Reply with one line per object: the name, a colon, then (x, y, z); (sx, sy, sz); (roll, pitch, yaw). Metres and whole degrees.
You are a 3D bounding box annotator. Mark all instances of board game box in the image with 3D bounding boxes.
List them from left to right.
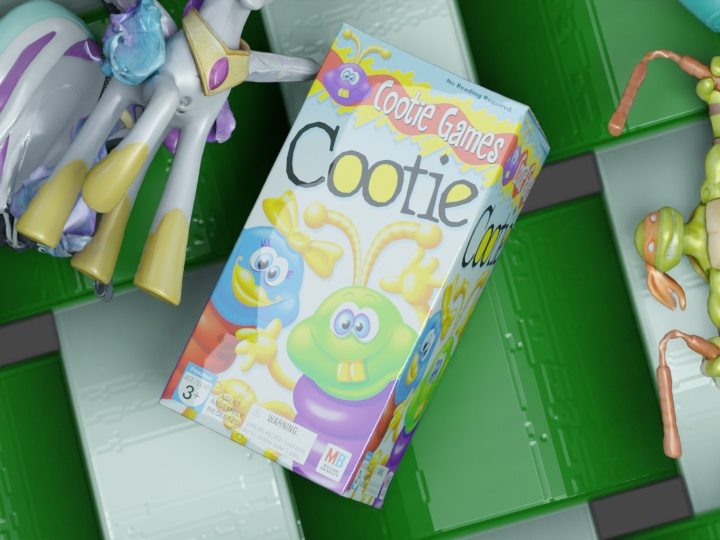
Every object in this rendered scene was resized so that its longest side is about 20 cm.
board game box: (0.000, 0.000, 1.263); (0.104, 0.103, 0.201); (25, 87, 12)

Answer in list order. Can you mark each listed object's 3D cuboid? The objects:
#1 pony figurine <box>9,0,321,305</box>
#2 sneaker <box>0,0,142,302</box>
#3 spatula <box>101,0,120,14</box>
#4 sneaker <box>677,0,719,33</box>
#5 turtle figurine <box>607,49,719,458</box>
pony figurine: (-0.089, -0.093, 1.224); (0.166, 0.193, 0.201); (29, 83, -23)
sneaker: (-0.181, -0.025, 1.313); (0.200, 0.078, 0.140); (-46, 76, 1)
spatula: (-0.159, -0.191, 1.362); (0.056, 0.021, 0.200); (-39, 79, 15)
sneaker: (0.226, -0.171, 1.262); (0.121, 0.083, 0.200); (44, 59, -18)
turtle figurine: (0.199, -0.007, 1.250); (0.160, 0.064, 0.202); (-1, 73, 2)
